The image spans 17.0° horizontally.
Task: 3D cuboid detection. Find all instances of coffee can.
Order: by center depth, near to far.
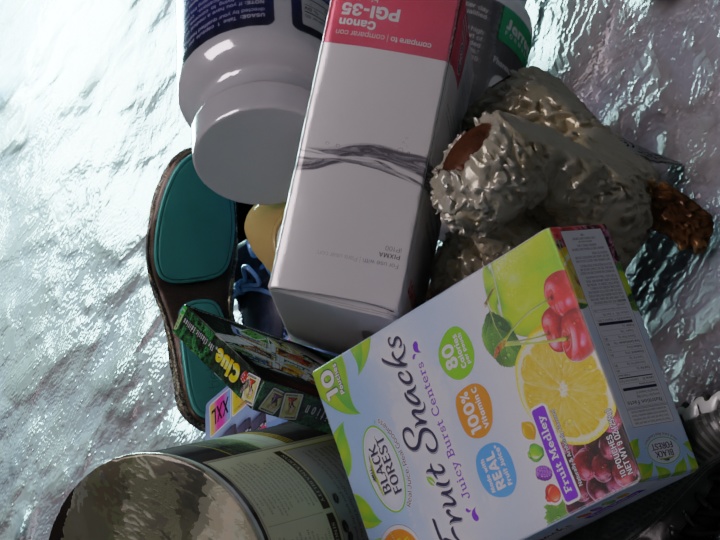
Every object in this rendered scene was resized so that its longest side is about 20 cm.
[{"bbox_3d":[-0.066,0.166,1.394,0.146,0.200,0.147,1,93,27],"label":"coffee can"}]

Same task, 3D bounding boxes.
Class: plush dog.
[{"bbox_3d":[0.100,-0.004,1.432,0.172,0.160,0.200,-57,1,21],"label":"plush dog"}]

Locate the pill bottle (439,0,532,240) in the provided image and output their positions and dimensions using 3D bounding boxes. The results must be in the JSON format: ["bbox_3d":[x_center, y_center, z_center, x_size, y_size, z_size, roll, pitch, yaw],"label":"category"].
[{"bbox_3d":[0.053,-0.131,1.620,0.113,0.113,0.201,-18,53,51],"label":"pill bottle"}]

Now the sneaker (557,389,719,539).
[{"bbox_3d":[0.170,0.132,1.286,0.200,0.066,0.091,-37,45,40],"label":"sneaker"}]

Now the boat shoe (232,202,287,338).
[{"bbox_3d":[-0.077,0.006,1.758,0.084,0.069,0.200,-46,34,27],"label":"boat shoe"}]

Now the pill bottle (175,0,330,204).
[{"bbox_3d":[-0.067,-0.148,1.614,0.116,0.116,0.201,-40,38,34],"label":"pill bottle"}]

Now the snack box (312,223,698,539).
[{"bbox_3d":[0.073,0.080,1.302,0.200,0.053,0.143,-32,70,42],"label":"snack box"}]

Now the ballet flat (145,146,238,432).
[{"bbox_3d":[-0.120,0.015,1.710,0.075,0.068,0.201,172,93,-72],"label":"ballet flat"}]

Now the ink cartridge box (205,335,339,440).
[{"bbox_3d":[-0.035,0.146,1.580,0.136,0.076,0.201,-41,38,33],"label":"ink cartridge box"}]

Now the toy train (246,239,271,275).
[{"bbox_3d":[-0.039,-0.055,1.696,0.086,0.114,0.201,-16,60,5],"label":"toy train"}]

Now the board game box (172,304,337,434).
[{"bbox_3d":[-0.011,0.076,1.455,0.105,0.200,0.024,36,102,51],"label":"board game box"}]

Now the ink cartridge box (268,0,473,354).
[{"bbox_3d":[0.009,-0.057,1.456,0.147,0.082,0.201,75,-153,-75],"label":"ink cartridge box"}]

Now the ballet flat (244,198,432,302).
[{"bbox_3d":[0.000,0.000,1.560,0.200,0.063,0.069,35,77,24],"label":"ballet flat"}]
